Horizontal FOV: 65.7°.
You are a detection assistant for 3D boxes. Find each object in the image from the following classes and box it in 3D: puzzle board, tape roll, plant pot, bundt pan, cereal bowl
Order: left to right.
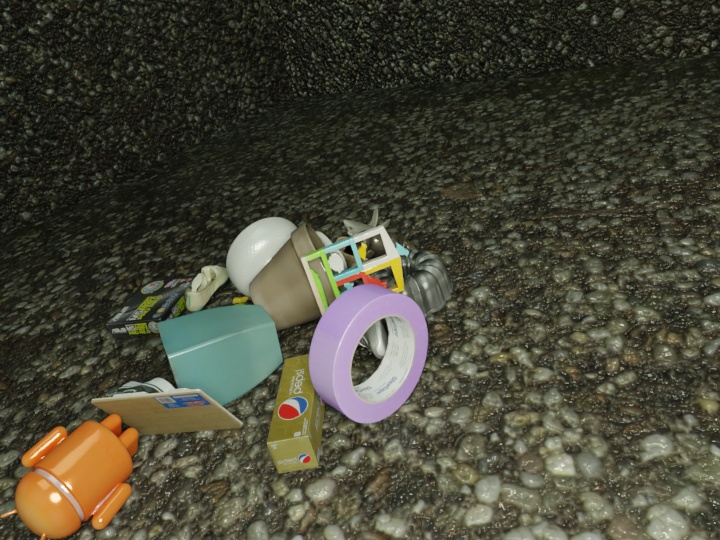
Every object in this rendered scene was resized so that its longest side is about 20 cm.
[{"bbox_3d":[-0.313,0.231,0.916,0.195,0.152,0.018,-8,53,14],"label":"puzzle board"},{"bbox_3d":[-0.255,0.152,1.042,0.196,0.145,0.141,-20,27,-21],"label":"plant pot"},{"bbox_3d":[-0.199,-0.013,1.264,0.197,0.203,0.083,-28,48,-23],"label":"cereal bowl"},{"bbox_3d":[-0.132,0.033,1.169,0.171,0.202,0.201,-32,27,6],"label":"plant pot"},{"bbox_3d":[0.016,0.128,0.868,0.198,0.204,0.065,-33,33,-31],"label":"tape roll"},{"bbox_3d":[0.092,0.021,1.164,0.197,0.077,0.203,-13,28,7],"label":"bundt pan"}]

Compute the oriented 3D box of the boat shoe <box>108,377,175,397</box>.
[{"bbox_3d":[-0.396,0.243,1.006,0.197,0.074,0.071,-13,15,41],"label":"boat shoe"}]

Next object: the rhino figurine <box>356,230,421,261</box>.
[{"bbox_3d":[0.067,-0.056,1.285,0.196,0.061,0.088,-2,42,-36],"label":"rhino figurine"}]

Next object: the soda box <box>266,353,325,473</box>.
[{"bbox_3d":[-0.097,0.223,0.903,0.066,0.065,0.201,-12,27,7],"label":"soda box"}]

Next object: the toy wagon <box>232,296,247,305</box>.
[{"bbox_3d":[-0.288,0.125,1.210,0.151,0.040,0.201,-8,27,16],"label":"toy wagon"}]

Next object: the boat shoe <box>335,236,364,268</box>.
[{"bbox_3d":[-0.020,-0.050,1.364,0.070,0.066,0.200,-22,28,-12],"label":"boat shoe"}]

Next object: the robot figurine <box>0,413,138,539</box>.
[{"bbox_3d":[-0.434,0.316,0.854,0.115,0.146,0.200,-14,23,39],"label":"robot figurine"}]

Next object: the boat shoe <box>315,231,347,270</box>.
[{"bbox_3d":[-0.100,-0.035,1.386,0.067,0.073,0.200,-24,38,-17],"label":"boat shoe"}]

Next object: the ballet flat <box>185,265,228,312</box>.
[{"bbox_3d":[-0.388,0.027,1.418,0.068,0.071,0.201,-8,28,15],"label":"ballet flat"}]

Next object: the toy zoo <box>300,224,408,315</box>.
[{"bbox_3d":[0.000,0.000,1.055,0.196,0.134,0.021,-20,16,1],"label":"toy zoo"}]

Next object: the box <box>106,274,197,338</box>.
[{"bbox_3d":[-0.507,0.087,1.392,0.156,0.045,0.201,-6,29,18],"label":"box"}]

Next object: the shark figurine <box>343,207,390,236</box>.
[{"bbox_3d":[0.041,-0.103,1.396,0.090,0.128,0.214,-48,-4,15],"label":"shark figurine"}]

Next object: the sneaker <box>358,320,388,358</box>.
[{"bbox_3d":[0.003,0.122,1.044,0.081,0.076,0.200,-26,17,-8],"label":"sneaker"}]
